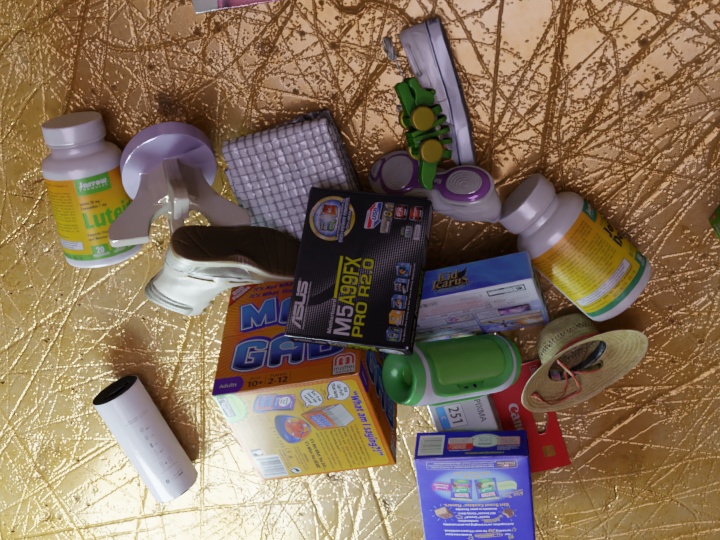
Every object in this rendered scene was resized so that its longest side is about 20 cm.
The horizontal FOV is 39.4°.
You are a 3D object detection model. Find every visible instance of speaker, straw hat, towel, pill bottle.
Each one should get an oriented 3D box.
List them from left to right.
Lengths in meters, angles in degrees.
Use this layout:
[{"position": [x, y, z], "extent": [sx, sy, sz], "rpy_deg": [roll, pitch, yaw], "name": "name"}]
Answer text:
[{"position": [-0.379, -0.114, 1.403], "extent": [0.111, 0.111, 0.200], "rpy_deg": [-4, 114, 10], "name": "pill bottle"}, {"position": [-0.339, 0.266, 1.590], "extent": [0.081, 0.081, 0.200], "rpy_deg": [-22, 110, 17], "name": "speaker"}, {"position": [-0.085, -0.112, 1.382], "extent": [0.165, 0.086, 0.200], "rpy_deg": [-15, 113, 16], "name": "towel"}, {"position": [0.129, 0.137, 1.394], "extent": [0.200, 0.088, 0.089], "rpy_deg": [-4, 123, -37], "name": "speaker"}, {"position": [0.297, 0.111, 1.420], "extent": [0.201, 0.085, 0.201], "rpy_deg": [-15, 145, -11], "name": "straw hat"}, {"position": [0.283, -0.034, 1.348], "extent": [0.200, 0.113, 0.113], "rpy_deg": [41, 113, -10], "name": "pill bottle"}]

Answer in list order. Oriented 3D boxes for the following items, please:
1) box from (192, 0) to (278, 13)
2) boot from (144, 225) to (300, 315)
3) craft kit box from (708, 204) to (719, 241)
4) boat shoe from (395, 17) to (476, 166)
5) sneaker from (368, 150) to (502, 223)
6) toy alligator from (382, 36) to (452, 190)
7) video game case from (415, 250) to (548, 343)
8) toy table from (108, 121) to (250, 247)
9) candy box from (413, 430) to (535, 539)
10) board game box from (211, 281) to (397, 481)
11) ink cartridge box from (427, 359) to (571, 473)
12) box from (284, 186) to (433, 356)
[{"position": [-0.106, -0.392, 1.229], "extent": [0.200, 0.128, 0.109], "rpy_deg": [-6, 114, 11], "name": "box"}, {"position": [-0.181, 0.006, 1.367], "extent": [0.200, 0.072, 0.155], "rpy_deg": [6, 148, -27], "name": "boot"}, {"position": [0.520, -0.095, 1.238], "extent": [0.048, 0.200, 0.198], "rpy_deg": [28, 116, -7], "name": "craft kit box"}, {"position": [0.090, -0.220, 1.311], "extent": [0.086, 0.075, 0.202], "rpy_deg": [-14, 110, 13], "name": "boat shoe"}, {"position": [0.098, -0.101, 1.344], "extent": [0.200, 0.075, 0.100], "rpy_deg": [18, 164, 35], "name": "sneaker"}, {"position": [0.079, -0.201, 1.261], "extent": [0.054, 0.059, 0.200], "rpy_deg": [-19, 104, -13], "name": "toy alligator"}, {"position": [0.148, 0.043, 1.380], "extent": [0.200, 0.046, 0.181], "rpy_deg": [-11, 156, 13], "name": "video game case"}, {"position": [-0.246, -0.096, 1.338], "extent": [0.184, 0.117, 0.200], "rpy_deg": [-13, 157, -3], "name": "toy table"}, {"position": [0.174, 0.342, 1.509], "extent": [0.169, 0.077, 0.200], "rpy_deg": [-3, 114, 11], "name": "candy box"}, {"position": [-0.067, 0.145, 1.401], "extent": [0.200, 0.200, 0.200], "rpy_deg": [-9, 132, 12], "name": "board game box"}, {"position": [0.210, 0.245, 1.524], "extent": [0.176, 0.045, 0.200], "rpy_deg": [-15, 112, 15], "name": "ink cartridge box"}, {"position": [0.000, 0.000, 1.277], "extent": [0.160, 0.044, 0.200], "rpy_deg": [7, 76, 12], "name": "box"}]
